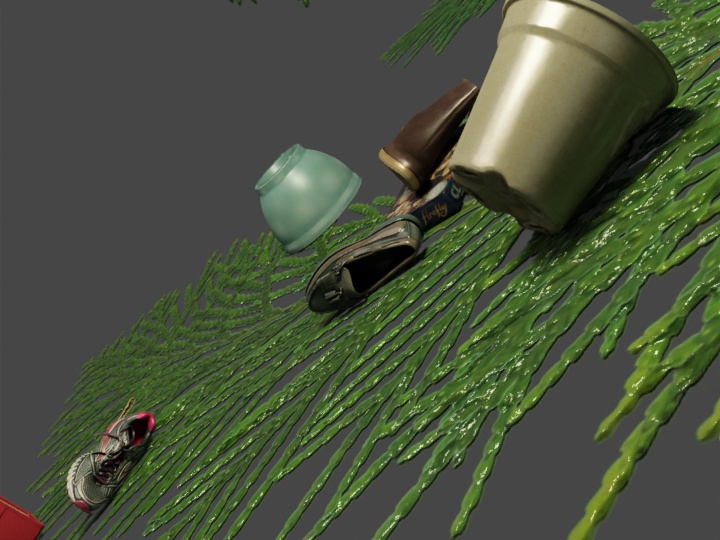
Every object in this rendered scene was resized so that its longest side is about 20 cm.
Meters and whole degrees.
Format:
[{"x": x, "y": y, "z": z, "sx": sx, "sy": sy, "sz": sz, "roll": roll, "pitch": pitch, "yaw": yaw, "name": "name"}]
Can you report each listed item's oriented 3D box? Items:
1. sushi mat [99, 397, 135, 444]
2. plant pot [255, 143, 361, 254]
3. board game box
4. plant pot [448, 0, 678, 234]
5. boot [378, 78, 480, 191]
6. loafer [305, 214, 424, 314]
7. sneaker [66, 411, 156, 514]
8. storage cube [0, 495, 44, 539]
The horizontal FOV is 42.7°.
[{"x": -0.453, "y": 0.300, "z": 1.652, "sx": 0.200, "sy": 0.012, "sz": 0.096, "roll": -48, "pitch": 8, "yaw": 51, "name": "sushi mat"}, {"x": -0.114, "y": -0.150, "z": 1.740, "sx": 0.200, "sy": 0.134, "sz": 0.201, "roll": -42, "pitch": 17, "yaw": 16, "name": "plant pot"}, {"x": 0.110, "y": -0.130, "z": 1.314, "sx": 0.135, "sy": 0.035, "sz": 0.201, "roll": -31, "pitch": 22, "yaw": 42, "name": "board game box"}, {"x": 0.189, "y": -0.147, "z": 0.939, "sx": 0.185, "sy": 0.199, "sz": 0.200, "roll": -59, "pitch": 18, "yaw": -5, "name": "plant pot"}, {"x": 0.104, "y": -0.201, "z": 1.304, "sx": 0.166, "sy": 0.072, "sz": 0.200, "roll": -45, "pitch": 13, "yaw": 12, "name": "boot"}, {"x": 0.000, "y": 0.000, "z": 1.229, "sx": 0.199, "sy": 0.072, "sz": 0.063, "roll": -37, "pitch": 24, "yaw": 22, "name": "loafer"}, {"x": -0.401, "y": 0.301, "z": 1.487, "sx": 0.074, "sy": 0.081, "sz": 0.201, "roll": -31, "pitch": 22, "yaw": 35, "name": "sneaker"}, {"x": -0.677, "y": 0.468, "z": 1.585, "sx": 0.181, "sy": 0.199, "sz": 0.170, "roll": -59, "pitch": 21, "yaw": -20, "name": "storage cube"}]
